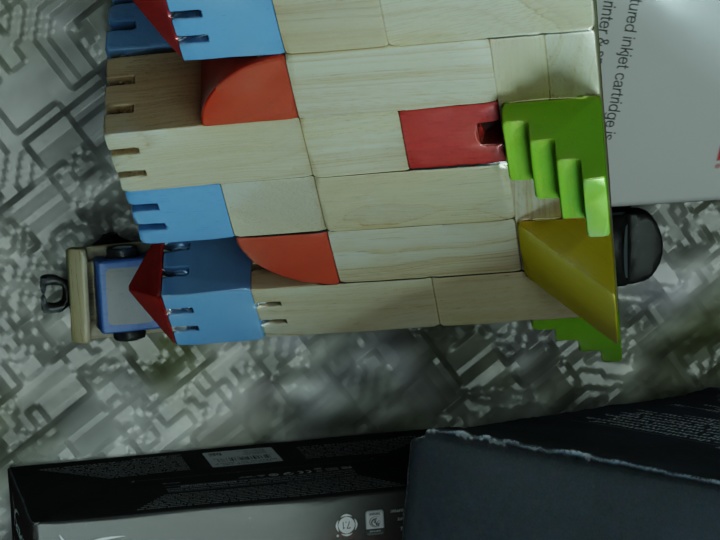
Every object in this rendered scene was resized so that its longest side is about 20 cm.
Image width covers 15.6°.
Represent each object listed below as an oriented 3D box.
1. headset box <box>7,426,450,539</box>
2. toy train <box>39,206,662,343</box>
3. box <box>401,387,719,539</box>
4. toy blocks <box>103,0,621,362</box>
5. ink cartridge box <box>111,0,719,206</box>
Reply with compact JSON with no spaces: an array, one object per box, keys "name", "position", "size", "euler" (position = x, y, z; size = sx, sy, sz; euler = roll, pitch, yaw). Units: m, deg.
[{"name":"headset box","position":[-0.030,0.159,0.831],"size":[0.148,0.077,0.201],"euler":[-4,100,-13]},{"name":"toy train","position":[0.000,0.000,0.823],"size":[0.199,0.046,0.034],"euler":[-6,102,-12]},{"name":"box","position":[0.102,0.145,0.776],"size":[0.196,0.124,0.201],"euler":[-2,99,-57]},{"name":"toy blocks","position":[-0.005,-0.045,0.685],"size":[0.136,0.100,0.200],"euler":[-4,146,6]},{"name":"ink cartridge box","position":[0.032,-0.094,0.765],"size":[0.199,0.084,0.146],"euler":[-4,133,-13]}]
